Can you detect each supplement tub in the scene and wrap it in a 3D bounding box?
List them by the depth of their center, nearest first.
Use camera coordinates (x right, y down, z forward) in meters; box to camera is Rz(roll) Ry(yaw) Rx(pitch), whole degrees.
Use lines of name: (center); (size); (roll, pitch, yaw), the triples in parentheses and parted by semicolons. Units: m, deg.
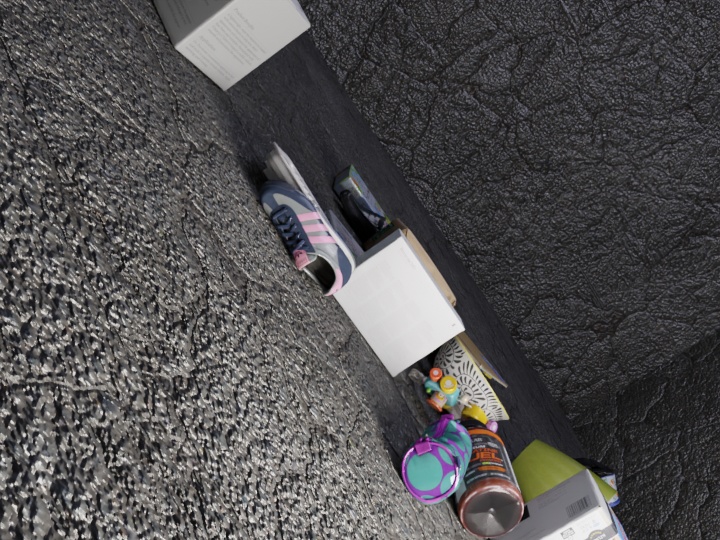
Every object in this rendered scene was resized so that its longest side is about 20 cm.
supplement tub: (0.195, 0.329, 1.444); (0.107, 0.106, 0.201); (52, 11, -23)

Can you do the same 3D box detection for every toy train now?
toy train: (0.160, 0.263, 1.587); (0.200, 0.056, 0.150); (48, -28, -11)

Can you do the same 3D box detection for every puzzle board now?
puzzle board: (0.232, 0.164, 1.921); (0.150, 0.017, 0.201); (39, 11, -52)

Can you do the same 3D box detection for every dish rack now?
dish rack: (-0.104, -0.122, 1.482); (0.173, 0.043, 0.200); (57, 3, 2)

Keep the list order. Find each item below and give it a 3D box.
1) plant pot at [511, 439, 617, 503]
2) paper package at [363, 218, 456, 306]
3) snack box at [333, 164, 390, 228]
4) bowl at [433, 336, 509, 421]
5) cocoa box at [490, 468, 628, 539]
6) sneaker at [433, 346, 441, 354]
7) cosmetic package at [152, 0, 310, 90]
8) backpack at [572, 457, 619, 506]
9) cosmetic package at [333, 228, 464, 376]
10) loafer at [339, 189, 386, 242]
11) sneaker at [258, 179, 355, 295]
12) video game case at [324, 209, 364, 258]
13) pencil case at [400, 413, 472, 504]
plant pot: (0.425, 0.477, 1.942); (0.200, 0.187, 0.187); (45, 6, 20)
paper package: (0.100, 0.000, 1.868); (0.192, 0.103, 0.200); (56, 2, -10)
snack box: (0.014, -0.142, 2.084); (0.201, 0.053, 0.142); (55, 10, -14)
bowl: (0.197, 0.229, 1.730); (0.202, 0.093, 0.201); (56, 2, -3)
cocoa box: (0.328, 0.451, 1.447); (0.132, 0.198, 0.134); (56, 11, -9)
sneaker: (0.192, 0.163, 1.981); (0.200, 0.073, 0.081); (49, 11, -40)
cosmetic package: (-0.224, -0.455, 1.509); (0.167, 0.198, 0.165); (62, 12, 25)
backpack: (0.515, 0.530, 2.094); (0.200, 0.187, 0.157); (-6, 80, -78)
cosmetic package: (0.060, 0.056, 1.487); (0.201, 0.150, 0.052); (54, 11, -17)
loafer: (0.024, -0.103, 1.977); (0.202, 0.070, 0.068); (54, 10, -18)
sneaker: (-0.088, -0.049, 1.354); (0.200, 0.070, 0.082); (46, 38, -12)
video game case: (0.000, 0.000, 1.715); (0.201, 0.022, 0.183); (51, 12, -35)
pencil case: (0.116, 0.273, 1.299); (0.200, 0.083, 0.094); (2, 83, -78)
